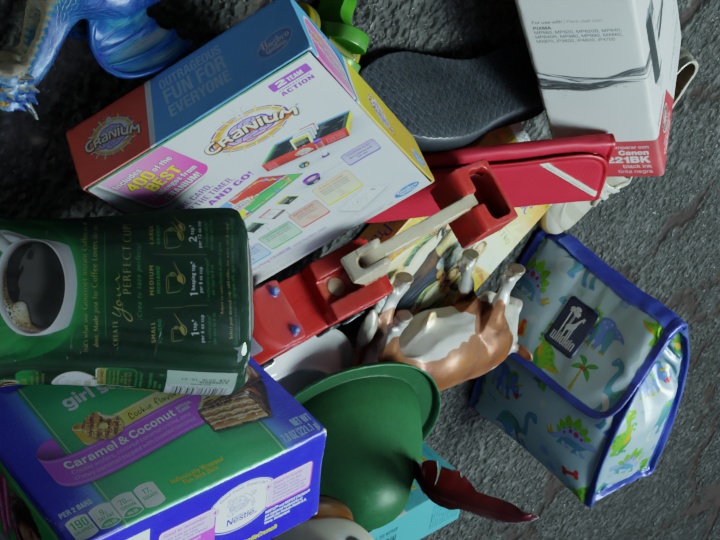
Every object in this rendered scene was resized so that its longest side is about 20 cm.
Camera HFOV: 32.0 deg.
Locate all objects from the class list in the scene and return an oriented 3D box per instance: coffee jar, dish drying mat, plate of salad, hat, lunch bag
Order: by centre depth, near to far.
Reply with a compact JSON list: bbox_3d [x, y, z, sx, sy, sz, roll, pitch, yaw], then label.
[{"bbox_3d":[-0.161,0.017,0.691,0.197,0.106,0.085,1,166,-14],"label":"coffee jar"},{"bbox_3d":[0.018,0.181,0.914,0.164,0.177,0.201,-23,145,-7],"label":"hat"},{"bbox_3d":[0.085,-0.065,0.924,0.197,0.018,0.077,-7,152,-5],"label":"dish drying mat"},{"bbox_3d":[-0.087,0.116,0.964,0.199,0.048,0.201,-33,149,-23],"label":"plate of salad"},{"bbox_3d":[0.204,0.084,1.153,0.126,0.170,0.202,-18,133,-38],"label":"lunch bag"}]

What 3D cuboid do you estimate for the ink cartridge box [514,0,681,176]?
[{"bbox_3d":[0.178,-0.185,0.913,0.201,0.083,0.146,60,38,-52],"label":"ink cartridge box"}]

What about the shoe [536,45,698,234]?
[{"bbox_3d":[0.223,-0.114,1.101,0.070,0.053,0.201,21,104,-53],"label":"shoe"}]

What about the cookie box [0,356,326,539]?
[{"bbox_3d":[-0.146,0.092,0.747,0.170,0.200,0.076,-21,134,-36],"label":"cookie box"}]

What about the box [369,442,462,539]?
[{"bbox_3d":[-0.005,0.216,1.111,0.198,0.082,0.050,-20,133,-37],"label":"box"}]

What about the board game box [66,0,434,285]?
[{"bbox_3d":[-0.058,-0.067,0.760,0.152,0.041,0.200,-29,154,11],"label":"board game box"}]

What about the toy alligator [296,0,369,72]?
[{"bbox_3d":[-0.046,-0.103,0.813,0.201,0.054,0.059,-56,144,6],"label":"toy alligator"}]

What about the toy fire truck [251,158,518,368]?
[{"bbox_3d":[0.000,0.000,0.864,0.199,0.049,0.141,-27,175,-37],"label":"toy fire truck"}]

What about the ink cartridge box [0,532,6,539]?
[{"bbox_3d":[-0.172,0.203,0.878,0.144,0.085,0.200,-27,142,6],"label":"ink cartridge box"}]

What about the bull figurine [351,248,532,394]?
[{"bbox_3d":[0.074,0.050,1.019,0.199,0.065,0.123,-25,136,-34],"label":"bull figurine"}]

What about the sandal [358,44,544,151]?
[{"bbox_3d":[0.069,-0.120,0.918,0.199,0.077,0.043,-12,158,-41],"label":"sandal"}]

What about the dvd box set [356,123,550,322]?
[{"bbox_3d":[0.071,-0.028,1.028,0.200,0.029,0.146,-47,144,-6],"label":"dvd box set"}]

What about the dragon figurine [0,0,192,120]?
[{"bbox_3d":[-0.128,-0.145,0.682,0.198,0.059,0.100,-22,135,-34],"label":"dragon figurine"}]

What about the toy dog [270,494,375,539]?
[{"bbox_3d":[-0.070,0.231,0.788,0.198,0.141,0.194,-25,163,-3],"label":"toy dog"}]
